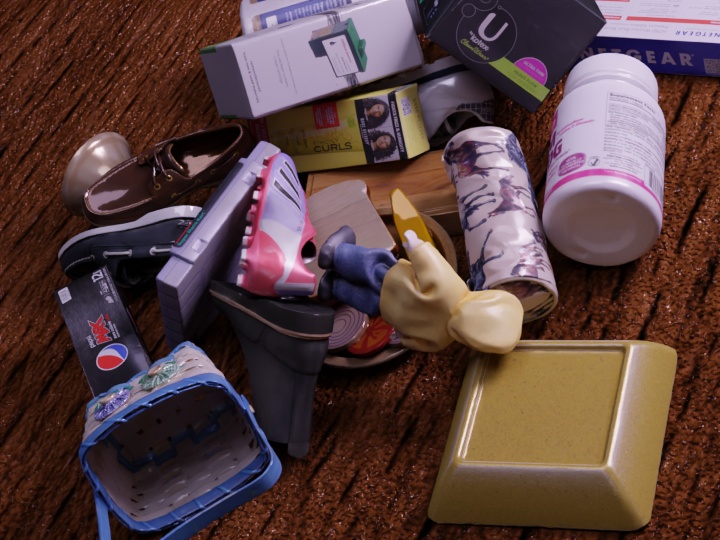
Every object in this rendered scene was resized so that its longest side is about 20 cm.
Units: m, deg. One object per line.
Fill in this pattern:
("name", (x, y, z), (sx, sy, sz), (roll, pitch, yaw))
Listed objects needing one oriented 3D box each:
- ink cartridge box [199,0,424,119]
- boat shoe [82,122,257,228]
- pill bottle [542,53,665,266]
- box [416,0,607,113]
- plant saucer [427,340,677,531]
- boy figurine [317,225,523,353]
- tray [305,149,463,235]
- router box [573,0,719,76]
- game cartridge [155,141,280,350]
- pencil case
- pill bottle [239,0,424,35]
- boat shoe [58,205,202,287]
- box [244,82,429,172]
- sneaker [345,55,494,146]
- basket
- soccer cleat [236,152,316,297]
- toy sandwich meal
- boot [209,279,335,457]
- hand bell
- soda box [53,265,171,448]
("ink cartridge box", (-0.053, -0.227, 1.787), (0.199, 0.085, 0.146), (-20, 11, -17))
("boat shoe", (-0.205, -0.108, 1.781), (0.199, 0.068, 0.072), (-23, 70, -6))
("pill bottle", (0.240, -0.112, 1.641), (0.113, 0.114, 0.201), (-6, 45, 18))
("box", (0.151, -0.283, 1.760), (0.124, 0.148, 0.200), (-52, 19, 20))
("plant saucer", (0.166, 0.130, 1.480), (0.199, 0.049, 0.201), (-2, 47, 23))
("boy figurine", (0.056, 0.020, 1.531), (0.199, 0.125, 0.064), (18, 40, 24))
("tray", (0.039, -0.074, 1.750), (0.199, 0.037, 0.099), (-8, 45, 15))
("router box", (0.332, -0.293, 1.829), (0.199, 0.049, 0.180), (9, 52, 30))
("game cartridge", (-0.141, -0.025, 1.710), (0.038, 0.130, 0.200), (22, 57, 20))
("pencil case", (0.129, -0.044, 1.619), (0.089, 0.078, 0.201), (-21, 55, 17))
("pill bottle", (-0.030, -0.287, 1.936), (0.199, 0.111, 0.111), (-15, 43, 10))
("boat shoe", (-0.243, -0.014, 1.778), (0.199, 0.075, 0.061), (-19, 65, 36))
("box", (-0.027, -0.148, 1.792), (0.199, 0.076, 0.050), (-3, 14, 34))
("sneaker", (0.049, -0.166, 1.813), (0.199, 0.076, 0.081), (-19, 84, 26))
("basket", (-0.169, 0.172, 1.515), (0.176, 0.139, 0.200), (-32, 39, 0))
("soccer cleat", (-0.073, -0.042, 1.622), (0.076, 0.067, 0.200), (13, 36, -4))
("toy sandwich meal", (0.000, 0.000, 1.644), (0.204, 0.070, 0.206), (-14, 53, 19))
("boot", (-0.099, 0.088, 1.612), (0.077, 0.139, 0.200), (4, 9, -26))
("hand bell", (-0.222, -0.062, 1.834), (0.200, 0.104, 0.104), (31, 64, 28))
("soda box", (-0.246, 0.088, 1.686), (0.063, 0.071, 0.200), (-26, 43, -4))
